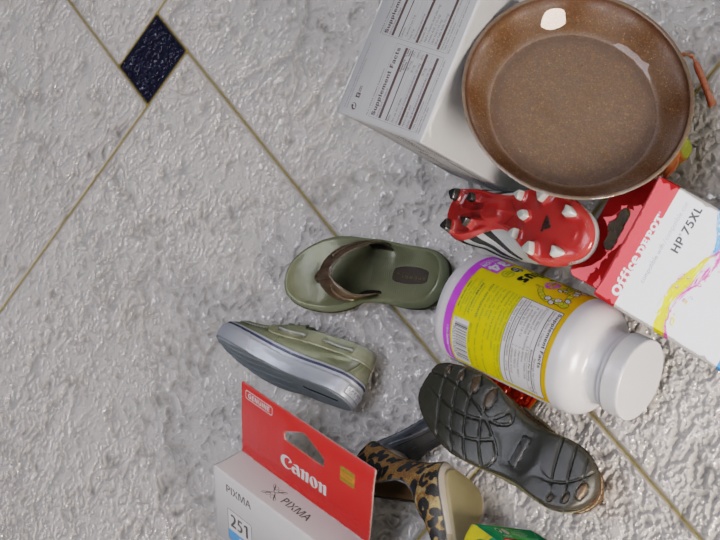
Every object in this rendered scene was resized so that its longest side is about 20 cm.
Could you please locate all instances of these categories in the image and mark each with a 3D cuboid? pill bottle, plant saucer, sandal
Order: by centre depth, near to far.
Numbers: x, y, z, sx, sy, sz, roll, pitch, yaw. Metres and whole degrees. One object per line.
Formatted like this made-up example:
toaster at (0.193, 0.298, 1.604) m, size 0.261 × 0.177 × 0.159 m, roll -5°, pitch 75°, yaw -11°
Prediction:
plant saucer at (0.184, -0.145, 1.263) m, size 0.197 × 0.037 × 0.203 m, roll 0°, pitch 66°, yaw 1°
pill bottle at (0.169, 0.063, 1.317) m, size 0.199 × 0.104 × 0.105 m, roll 24°, pitch 93°, yaw 38°
sandal at (0.001, -0.001, 1.493) m, size 0.199 × 0.057 × 0.081 m, roll -2°, pitch 76°, yaw 37°

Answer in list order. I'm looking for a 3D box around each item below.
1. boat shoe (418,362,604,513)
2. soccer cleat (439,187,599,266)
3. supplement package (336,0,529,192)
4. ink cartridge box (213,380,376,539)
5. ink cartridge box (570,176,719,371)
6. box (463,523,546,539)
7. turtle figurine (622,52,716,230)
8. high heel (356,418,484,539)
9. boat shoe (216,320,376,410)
boat shoe at (0.137, 0.158, 1.332) m, size 0.199 × 0.074 × 0.076 m, roll 37°, pitch 91°, yaw 32°
soccer cleat at (0.157, -0.038, 1.346) m, size 0.199 × 0.084 × 0.070 m, roll 11°, pitch 84°, yaw 54°
supplement package at (0.100, -0.175, 1.371) m, size 0.110 × 0.199 × 0.158 m, roll 23°, pitch 91°, yaw 38°
ink cartridge box at (-0.068, 0.230, 1.439) m, size 0.199 × 0.044 × 0.178 m, roll 29°, pitch 130°, yaw 39°
ink cartridge box at (0.278, 0.002, 1.237) m, size 0.199 × 0.067 × 0.117 m, roll 31°, pitch 98°, yaw 20°
box at (0.098, 0.325, 1.293) m, size 0.048 × 0.117 × 0.202 m, roll 30°, pitch 97°, yaw 36°
turtle figurine at (0.230, -0.102, 1.325) m, size 0.159 × 0.064 × 0.203 m, roll 2°, pitch 81°, yaw 28°
high heel at (0.040, 0.222, 1.362) m, size 0.142 × 0.071 × 0.201 m, roll -34°, pitch 27°, yaw 21°
boat shoe at (-0.065, 0.087, 1.526) m, size 0.198 × 0.072 × 0.062 m, roll 20°, pitch 66°, yaw 36°
